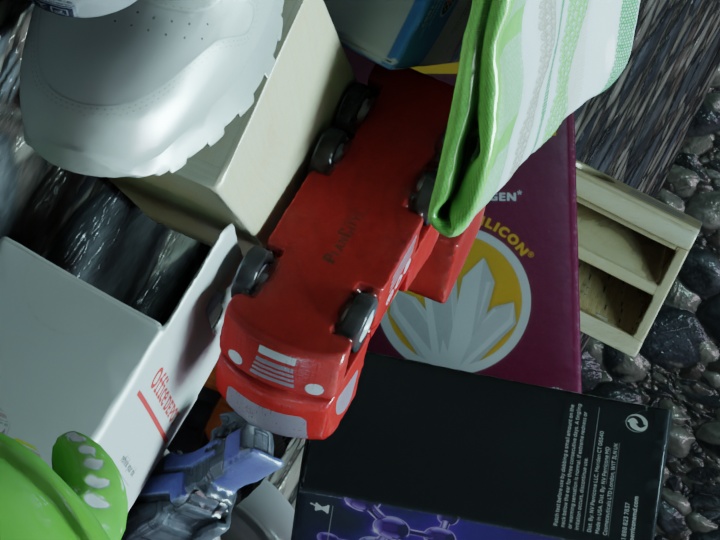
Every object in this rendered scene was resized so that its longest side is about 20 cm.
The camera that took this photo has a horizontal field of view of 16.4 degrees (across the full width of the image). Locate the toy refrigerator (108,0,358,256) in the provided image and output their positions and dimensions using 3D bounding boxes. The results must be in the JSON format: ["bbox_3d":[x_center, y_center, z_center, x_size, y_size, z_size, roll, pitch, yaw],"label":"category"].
[{"bbox_3d":[-0.051,-0.056,0.877,0.200,0.070,0.076,56,58,-81],"label":"toy refrigerator"}]

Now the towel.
[{"bbox_3d":[0.078,-0.107,0.914,0.200,0.031,0.149,-47,149,-61],"label":"towel"}]

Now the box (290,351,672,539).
[{"bbox_3d":[0.040,0.130,1.043,0.200,0.141,0.079,98,6,-51],"label":"box"}]

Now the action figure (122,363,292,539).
[{"bbox_3d":[-0.064,0.096,0.984,0.200,0.105,0.194,-26,-142,45],"label":"action figure"}]

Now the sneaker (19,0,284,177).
[{"bbox_3d":[-0.047,-0.116,0.735,0.081,0.076,0.200,92,20,-58],"label":"sneaker"}]

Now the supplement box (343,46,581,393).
[{"bbox_3d":[0.041,-0.009,1.114,0.086,0.110,0.200,87,3,-73],"label":"supplement box"}]

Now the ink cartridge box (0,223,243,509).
[{"bbox_3d":[-0.118,0.066,0.864,0.200,0.068,0.115,-59,172,-12],"label":"ink cartridge box"}]

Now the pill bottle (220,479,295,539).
[{"bbox_3d":[-0.105,0.174,1.113,0.200,0.112,0.113,-51,166,-46],"label":"pill bottle"}]

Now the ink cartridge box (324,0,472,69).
[{"bbox_3d":[0.032,-0.160,0.957,0.145,0.085,0.200,-63,169,11],"label":"ink cartridge box"}]

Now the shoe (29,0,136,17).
[{"bbox_3d":[-0.030,-0.161,0.663,0.200,0.071,0.091,-53,174,-19],"label":"shoe"}]

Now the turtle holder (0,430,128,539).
[{"bbox_3d":[-0.124,0.115,0.641,0.132,0.185,0.141,-5,127,-62],"label":"turtle holder"}]

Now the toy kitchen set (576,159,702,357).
[{"bbox_3d":[0.092,-0.057,1.273,0.163,0.180,0.200,-64,174,11],"label":"toy kitchen set"}]

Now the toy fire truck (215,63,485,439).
[{"bbox_3d":[0.000,0.000,0.937,0.141,0.049,0.200,103,13,-50],"label":"toy fire truck"}]
